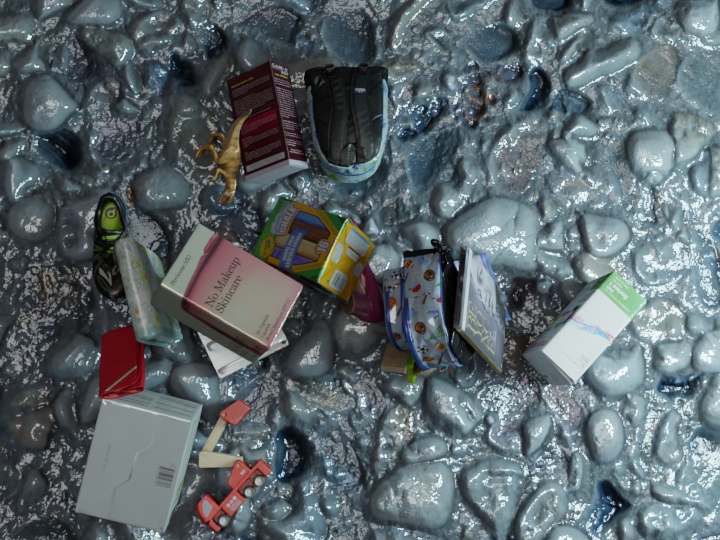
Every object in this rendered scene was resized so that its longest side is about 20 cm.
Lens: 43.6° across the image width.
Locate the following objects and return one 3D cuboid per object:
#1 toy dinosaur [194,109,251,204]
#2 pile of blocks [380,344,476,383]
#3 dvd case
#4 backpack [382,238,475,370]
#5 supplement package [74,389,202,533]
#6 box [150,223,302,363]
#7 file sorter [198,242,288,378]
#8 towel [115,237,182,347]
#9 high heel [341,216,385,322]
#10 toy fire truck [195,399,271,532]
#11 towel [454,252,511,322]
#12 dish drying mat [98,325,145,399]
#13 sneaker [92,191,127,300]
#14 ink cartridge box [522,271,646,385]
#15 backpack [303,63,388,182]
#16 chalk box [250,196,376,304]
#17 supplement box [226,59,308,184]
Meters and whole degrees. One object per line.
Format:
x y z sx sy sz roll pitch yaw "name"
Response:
-0.241 -0.222 1.650 0.106 0.060 0.200 24 120 21 "toy dinosaur"
0.135 0.169 1.635 0.200 0.062 0.082 -10 38 -4 "pile of blocks"
0.209 0.069 1.546 0.016 0.200 0.149 -7 59 29 "dvd case"
0.120 0.073 1.543 0.154 0.200 0.191 -18 59 19 "backpack"
-0.373 0.315 1.529 0.156 0.111 0.200 15 97 -3 "supplement package"
-0.216 0.039 1.454 0.200 0.109 0.128 31 64 -10 "box"
-0.231 0.067 1.588 0.139 0.125 0.200 -26 84 -9 "file sorter"
-0.366 0.043 1.550 0.048 0.200 0.171 -18 82 -2 "towel"
0.000 0.000 1.672 0.096 0.067 0.200 19 62 -45 "high heel"
-0.235 0.343 1.591 0.141 0.049 0.200 42 82 3 "toy fire truck"
0.161 0.052 1.661 0.200 0.024 0.145 -14 67 -6 "towel"
-0.409 0.152 1.544 0.077 0.200 0.018 -15 120 -6 "dish drying mat"
-0.451 -0.044 1.614 0.071 0.083 0.200 -3 82 -5 "sneaker"
0.400 0.108 1.628 0.084 0.145 0.200 44 81 3 "ink cartridge box"
-0.020 -0.263 1.662 0.163 0.154 0.200 -5 60 -8 "backpack"
-0.099 -0.044 1.603 0.200 0.125 0.124 22 81 31 "chalk box"
-0.172 -0.271 1.658 0.109 0.061 0.200 -16 82 31 "supplement box"
